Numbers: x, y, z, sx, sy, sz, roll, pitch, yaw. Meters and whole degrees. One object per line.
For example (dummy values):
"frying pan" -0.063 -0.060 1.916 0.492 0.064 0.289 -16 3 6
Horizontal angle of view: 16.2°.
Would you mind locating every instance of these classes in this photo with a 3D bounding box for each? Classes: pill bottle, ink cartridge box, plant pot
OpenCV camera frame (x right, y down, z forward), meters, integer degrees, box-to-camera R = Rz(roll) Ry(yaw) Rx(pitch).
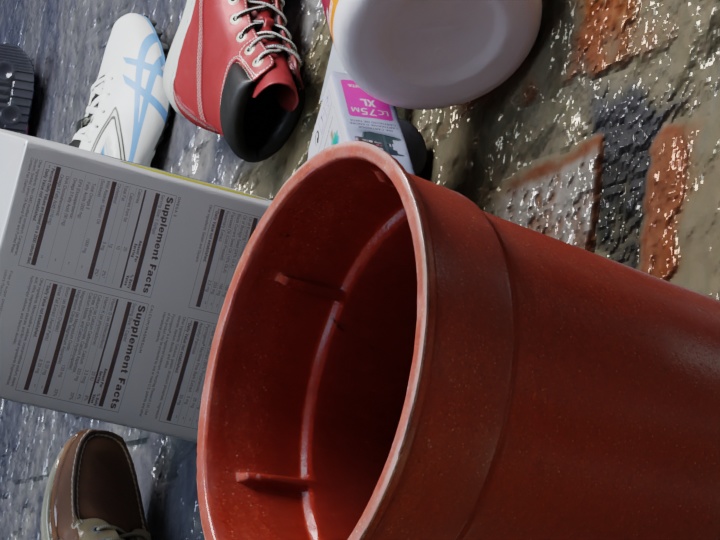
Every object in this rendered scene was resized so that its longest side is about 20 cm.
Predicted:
"pill bottle" 0.023 -0.189 1.386 0.113 0.113 0.200 -57 31 33
"ink cartridge box" 0.000 0.000 1.325 0.200 0.042 0.119 -101 23 -53
"plant pot" 0.060 0.064 1.100 0.201 0.195 0.201 -38 45 52

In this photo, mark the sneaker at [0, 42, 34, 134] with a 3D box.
"sneaker" -0.304 -0.085 2.041 0.082 0.070 0.200 -145 73 -80

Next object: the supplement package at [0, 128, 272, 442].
"supplement package" -0.153 0.009 1.534 0.152 0.200 0.151 18 93 63

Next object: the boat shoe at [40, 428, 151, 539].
"boat shoe" -0.153 0.193 1.599 0.072 0.076 0.200 -32 59 49

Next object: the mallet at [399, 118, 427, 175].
"mallet" 0.023 -0.135 1.450 0.066 0.041 0.200 -12 63 62

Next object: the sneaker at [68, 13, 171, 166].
"sneaker" -0.177 -0.091 1.774 0.072 0.072 0.200 -25 54 59

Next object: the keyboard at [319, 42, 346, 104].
"keyboard" 0.006 -0.194 1.498 0.056 0.011 0.200 131 154 -62

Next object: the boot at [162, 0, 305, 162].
"boot" -0.061 -0.175 1.595 0.144 0.072 0.200 -142 60 -61
